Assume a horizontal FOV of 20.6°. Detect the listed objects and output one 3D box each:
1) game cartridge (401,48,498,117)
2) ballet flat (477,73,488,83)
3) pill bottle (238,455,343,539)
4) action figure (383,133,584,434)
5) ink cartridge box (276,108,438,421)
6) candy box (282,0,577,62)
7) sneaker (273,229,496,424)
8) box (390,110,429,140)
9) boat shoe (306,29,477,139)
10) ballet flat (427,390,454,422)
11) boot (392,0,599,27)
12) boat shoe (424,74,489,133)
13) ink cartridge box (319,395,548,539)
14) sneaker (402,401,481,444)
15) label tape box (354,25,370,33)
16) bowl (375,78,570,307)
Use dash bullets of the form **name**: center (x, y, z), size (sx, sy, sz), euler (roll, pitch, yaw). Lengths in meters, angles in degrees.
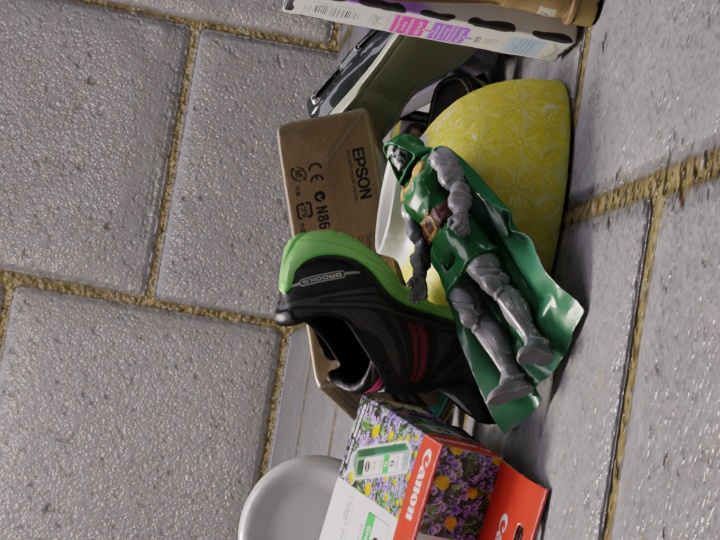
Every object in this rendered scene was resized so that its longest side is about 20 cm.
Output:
- **game cartridge**: center (0.062, -0.200, 1.659), size (0.200, 0.038, 0.131), euler (-22, 43, 58)
- **ballet flat**: center (0.091, -0.123, 1.634), size (0.067, 0.046, 0.201), euler (-44, 28, 22)
- **pill bottle**: center (-0.011, 0.205, 1.504), size (0.200, 0.113, 0.116), euler (35, -117, -72)
- **action figure**: center (0.064, -0.011, 1.250), size (0.119, 0.054, 0.201), euler (-58, 46, 38)
- **ink cartridge box**: center (0.000, 0.000, 1.487), size (0.165, 0.074, 0.202), euler (49, -150, -74)
- **candy box**: center (0.058, -0.246, 1.353), size (0.072, 0.198, 0.170), euler (136, 143, -81)
- **sneaker**: center (0.019, 0.052, 1.297), size (0.077, 0.199, 0.084), euler (-11, 50, 58)
- **box**: center (0.054, -0.034, 1.676), size (0.050, 0.074, 0.202), euler (113, 166, -65)
- **boat shoe**: center (0.031, -0.174, 1.553), size (0.200, 0.074, 0.066), euler (-49, 45, 17)
- **ballet flat**: center (0.059, 0.047, 1.583), size (0.071, 0.070, 0.202), euler (134, 144, -80)
- **boot**: center (0.067, -0.253, 1.277), size (0.066, 0.198, 0.177), euler (146, 134, -82)
- **boat shoe**: center (0.069, -0.069, 1.512), size (0.071, 0.066, 0.203), euler (-23, 54, 39)
- **ink cartridge box**: center (0.043, 0.158, 1.268), size (0.200, 0.050, 0.110), euler (25, 100, 66)
- **sneaker**: center (0.059, 0.142, 1.404), size (0.200, 0.070, 0.083), euler (-111, 37, -69)
- **label tape box**: center (-0.007, -0.249, 1.633), size (0.200, 0.143, 0.064), euler (-24, 47, 59)
- **bowl**: center (0.070, -0.043, 1.369), size (0.200, 0.106, 0.202), euler (-170, 90, -84)
